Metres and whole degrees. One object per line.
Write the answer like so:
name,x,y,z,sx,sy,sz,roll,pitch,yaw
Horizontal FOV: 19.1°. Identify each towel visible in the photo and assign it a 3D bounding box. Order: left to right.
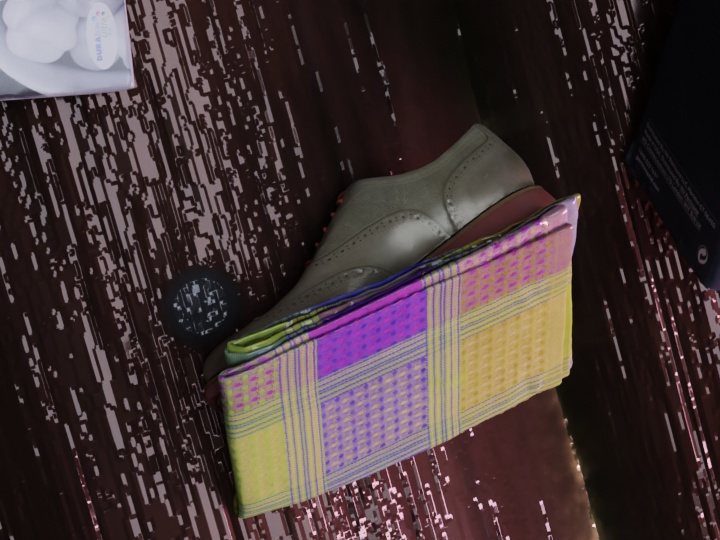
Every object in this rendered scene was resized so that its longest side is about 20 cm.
towel,0.023,0.045,1.043,0.200,0.144,0.023,-25,55,-16

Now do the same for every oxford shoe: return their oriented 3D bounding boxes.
oxford shoe,0.000,0.000,1.064,0.200,0.070,0.075,-31,71,-11

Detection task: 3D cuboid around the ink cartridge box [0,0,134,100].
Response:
ink cartridge box,-0.213,-0.173,0.986,0.200,0.043,0.198,-7,95,-17

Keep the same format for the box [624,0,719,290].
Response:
box,0.263,-0.101,1.062,0.200,0.123,0.199,-1,127,-19
